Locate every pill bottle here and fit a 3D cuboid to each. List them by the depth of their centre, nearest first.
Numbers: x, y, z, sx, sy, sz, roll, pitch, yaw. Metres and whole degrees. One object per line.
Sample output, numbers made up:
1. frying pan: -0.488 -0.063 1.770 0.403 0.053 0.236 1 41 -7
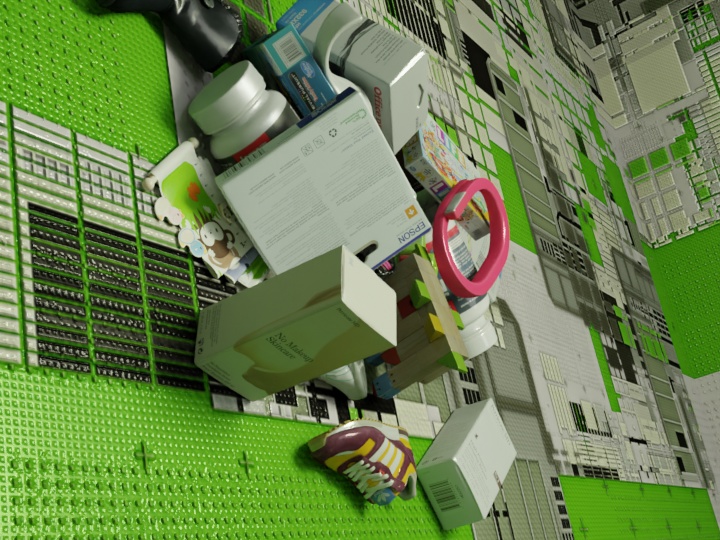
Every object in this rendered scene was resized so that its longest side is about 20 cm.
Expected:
1. pill bottle: -0.113 -0.145 1.177 0.201 0.113 0.115 52 31 -26
2. pill bottle: 0.129 0.033 1.469 0.203 0.118 0.119 64 28 -6

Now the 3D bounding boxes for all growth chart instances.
1. growth chart: -0.169 -0.057 1.118 0.201 0.018 0.146 53 32 -24

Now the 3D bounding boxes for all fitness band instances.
1. fitness band: 0.162 -0.048 1.394 0.200 0.037 0.146 -50 123 -47

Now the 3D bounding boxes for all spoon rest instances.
1. spoon rest: -0.025 -0.235 1.209 0.100 0.060 0.202 49 -22 35

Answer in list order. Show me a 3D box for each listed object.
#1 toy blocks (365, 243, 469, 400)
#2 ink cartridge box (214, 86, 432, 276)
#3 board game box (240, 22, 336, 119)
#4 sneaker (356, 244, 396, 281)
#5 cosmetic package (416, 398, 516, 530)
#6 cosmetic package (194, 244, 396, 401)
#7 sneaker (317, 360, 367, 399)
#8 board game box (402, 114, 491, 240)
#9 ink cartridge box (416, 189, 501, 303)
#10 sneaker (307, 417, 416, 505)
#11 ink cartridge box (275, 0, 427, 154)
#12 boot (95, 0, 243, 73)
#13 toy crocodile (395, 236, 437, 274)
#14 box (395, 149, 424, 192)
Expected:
1. toy blocks: 0.056 0.081 1.300 0.099 0.136 0.203 24 40 -51
2. ink cartridge box: -0.040 -0.079 1.139 0.202 0.198 0.041 59 -5 -27
3. board game box: -0.085 -0.235 1.248 0.152 0.047 0.200 57 -7 -16
4. sneaker: 0.000 0.000 1.281 0.076 0.083 0.203 36 54 -27
5. cosmetic package: 0.157 0.276 1.392 0.103 0.073 0.200 63 29 -8
6. cosmetic package: -0.069 0.060 1.012 0.105 0.198 0.072 39 38 -40
7. sneaker: -0.043 0.101 1.178 0.201 0.079 0.071 63 13 -51
8. board game box: 0.129 -0.154 1.469 0.200 0.034 0.136 41 31 -40
9. ink cartridge box: 0.154 -0.050 1.612 0.202 0.084 0.145 58 29 -19
10. sneaker: 0.013 0.236 1.162 0.199 0.074 0.092 18 49 -54
11. ink cartridge box: -0.010 -0.271 1.316 0.084 0.198 0.146 -47 156 -23
12. boot: -0.218 -0.309 1.150 0.169 0.076 0.201 49 26 -24
13. toy crocodile: 0.071 0.032 1.374 0.062 0.066 0.204 21 72 -74
14. box: 0.030 -0.195 1.483 0.199 0.099 0.076 36 40 -43
